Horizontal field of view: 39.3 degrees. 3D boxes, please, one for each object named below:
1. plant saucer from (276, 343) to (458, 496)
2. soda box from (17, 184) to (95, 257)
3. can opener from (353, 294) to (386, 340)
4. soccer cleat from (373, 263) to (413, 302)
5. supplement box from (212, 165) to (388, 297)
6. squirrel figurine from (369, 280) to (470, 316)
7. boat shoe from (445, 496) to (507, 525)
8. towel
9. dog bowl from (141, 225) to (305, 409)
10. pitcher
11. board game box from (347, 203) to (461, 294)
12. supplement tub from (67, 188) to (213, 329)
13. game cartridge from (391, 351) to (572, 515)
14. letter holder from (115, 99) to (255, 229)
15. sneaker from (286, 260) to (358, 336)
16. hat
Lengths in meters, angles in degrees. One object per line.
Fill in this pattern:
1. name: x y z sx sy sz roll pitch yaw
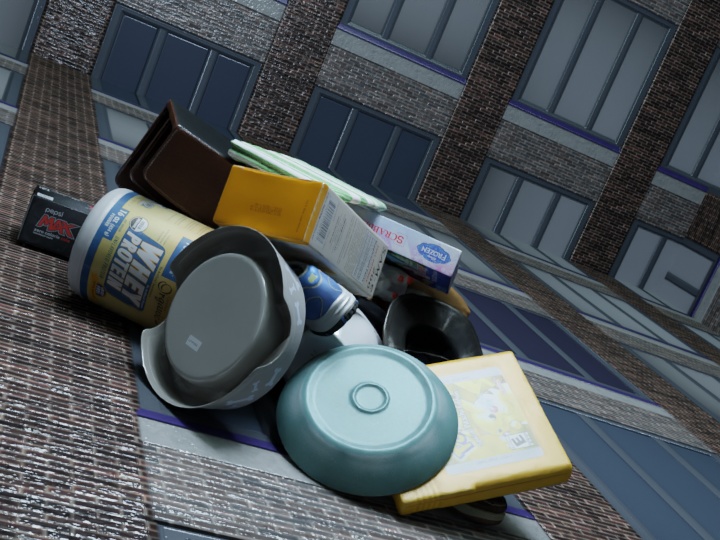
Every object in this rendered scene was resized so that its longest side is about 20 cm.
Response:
1. plant saucer: 0.009 0.146 1.078 0.197 0.036 0.201 3 44 -3
2. soda box: -0.359 -0.045 1.376 0.198 0.071 0.063 20 11 -18
3. can opener: 0.029 0.102 1.421 0.200 0.063 0.078 47 -8 -31
4. soccer cleat: 0.000 0.000 1.380 0.077 0.070 0.200 20 -5 33
5. supplement box: -0.064 -0.043 1.173 0.125 0.074 0.200 13 -14 26
6. squirrel figurine: 0.058 0.027 1.624 0.201 0.141 0.187 52 1 -8
7. boat shoe: 0.089 0.205 1.140 0.202 0.075 0.074 32 14 34
8. towel: -0.065 -0.115 1.277 0.152 0.024 0.200 28 8 19
9. dog bowl: -0.144 0.056 1.077 0.200 0.201 0.059 34 1 42
10. pitcher: -0.044 0.077 1.264 0.173 0.121 0.200 60 11 1
11. board game box: 0.044 -0.034 1.427 0.198 0.041 0.200 24 -6 7
12. supplement tub: -0.237 0.001 1.229 0.198 0.146 0.145 24 12 4
13. game cartridge: 0.109 0.172 1.110 0.198 0.033 0.177 -6 45 -19
14. letter holder: -0.197 -0.092 1.283 0.199 0.142 0.101 33 14 -29
15. sneaker: -0.079 0.021 1.169 0.077 0.076 0.199 50 -26 -23
16. hat: 0.086 0.135 1.361 0.199 0.081 0.202 20 50 -27
